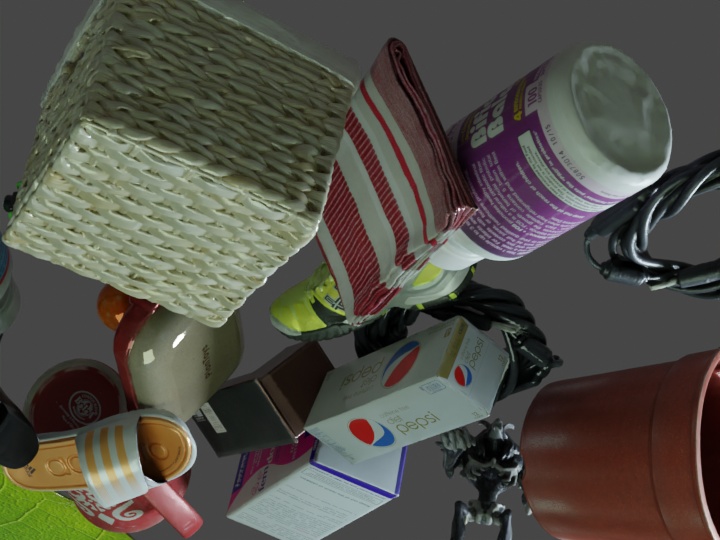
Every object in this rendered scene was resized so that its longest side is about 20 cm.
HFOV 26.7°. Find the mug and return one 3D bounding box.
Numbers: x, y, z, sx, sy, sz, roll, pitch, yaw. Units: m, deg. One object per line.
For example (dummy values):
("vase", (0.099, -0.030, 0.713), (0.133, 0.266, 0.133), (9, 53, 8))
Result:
("mug", (-0.239, 0.178, 1.535), (0.176, 0.134, 0.200), (10, 157, 13))

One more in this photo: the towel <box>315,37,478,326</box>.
("towel", (0.009, -0.060, 1.143), (0.023, 0.145, 0.200), (-11, 159, -31))

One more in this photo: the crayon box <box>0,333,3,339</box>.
("crayon box", (-0.465, 0.038, 1.502), (0.199, 0.052, 0.126), (-8, 142, 27))

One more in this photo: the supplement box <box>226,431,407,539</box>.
("supplement box", (-0.044, 0.202, 1.573), (0.103, 0.102, 0.200), (25, 144, -19))

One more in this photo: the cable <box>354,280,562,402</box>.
("cable", (0.072, 0.074, 1.380), (0.199, 0.051, 0.163), (-20, 135, 40))

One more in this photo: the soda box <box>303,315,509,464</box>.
("soda box", (0.037, 0.108, 1.337), (0.064, 0.068, 0.200), (38, 143, -21))

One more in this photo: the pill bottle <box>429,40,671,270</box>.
("pill bottle", (0.119, -0.074, 1.100), (0.112, 0.113, 0.200), (29, 142, -25))

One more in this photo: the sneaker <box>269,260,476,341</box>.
("sneaker", (0.000, 0.000, 1.297), (0.199, 0.076, 0.076), (-22, 125, 28))

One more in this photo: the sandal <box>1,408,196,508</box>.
("sandal", (-0.245, 0.184, 1.386), (0.206, 0.059, 0.079), (-13, 117, 21))

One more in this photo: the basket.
("basket", (-0.133, -0.086, 1.118), (0.199, 0.162, 0.198), (23, 144, -20))

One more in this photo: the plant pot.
("plant pot", (0.262, 0.169, 1.363), (0.194, 0.202, 0.201), (-8, 143, 40))

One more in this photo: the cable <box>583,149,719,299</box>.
("cable", (0.280, -0.028, 1.176), (0.163, 0.051, 0.200), (24, 144, -19))

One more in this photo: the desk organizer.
("desk organizer", (-0.095, 0.127, 1.497), (0.072, 0.077, 0.200), (57, 152, -6))

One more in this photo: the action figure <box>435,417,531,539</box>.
("action figure", (0.126, 0.201, 1.444), (0.118, 0.201, 0.102), (12, 135, 0))

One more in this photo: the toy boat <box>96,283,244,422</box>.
("toy boat", (-0.190, 0.055, 1.406), (0.130, 0.131, 0.200), (35, 152, 21))

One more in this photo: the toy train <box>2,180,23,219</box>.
("toy train", (-0.210, -0.046, 1.312), (0.199, 0.042, 0.056), (4, 157, 11))

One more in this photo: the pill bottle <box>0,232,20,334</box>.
("pill bottle", (-0.372, -0.021, 1.333), (0.108, 0.109, 0.200), (2, 146, 14))

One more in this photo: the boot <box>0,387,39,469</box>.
("boot", (-0.389, 0.086, 1.403), (0.188, 0.069, 0.200), (42, 172, -32))
